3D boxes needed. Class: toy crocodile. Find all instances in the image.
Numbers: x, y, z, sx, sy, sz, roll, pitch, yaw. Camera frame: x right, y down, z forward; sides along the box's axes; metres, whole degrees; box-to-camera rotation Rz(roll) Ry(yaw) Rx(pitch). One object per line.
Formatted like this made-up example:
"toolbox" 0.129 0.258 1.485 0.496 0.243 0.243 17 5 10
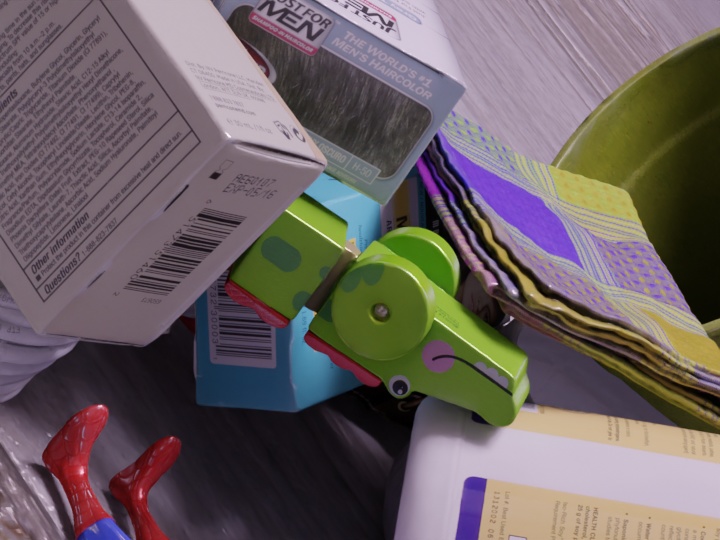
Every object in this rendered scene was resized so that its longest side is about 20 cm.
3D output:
"toy crocodile" -0.022 -0.003 0.999 0.200 0.062 0.068 35 17 -2

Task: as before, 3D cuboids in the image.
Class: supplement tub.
"supplement tub" 0.109 0.131 1.031 0.199 0.146 0.146 10 21 2

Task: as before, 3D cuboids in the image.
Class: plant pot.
"plant pot" 0.209 0.017 1.251 0.193 0.200 0.201 50 14 -33

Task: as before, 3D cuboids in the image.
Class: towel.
"towel" 0.088 -0.008 1.100 0.143 0.023 0.200 27 19 -26

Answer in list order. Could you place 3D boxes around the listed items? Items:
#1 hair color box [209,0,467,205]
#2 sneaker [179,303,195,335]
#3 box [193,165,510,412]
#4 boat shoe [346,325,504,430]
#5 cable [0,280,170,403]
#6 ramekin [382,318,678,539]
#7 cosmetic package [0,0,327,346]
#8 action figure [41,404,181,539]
"hair color box" -0.027 -0.113 1.062 0.099 0.061 0.200 28 20 -20
"sneaker" -0.035 -0.041 1.194 0.113 0.071 0.201 63 39 -49
"box" 0.000 0.000 1.137 0.200 0.049 0.083 -20 110 -59
"boat shoe" 0.035 0.043 1.289 0.200 0.070 0.070 20 28 -54
"cable" -0.180 -0.039 0.987 0.200 0.069 0.200 53 20 21
"ramekin" 0.100 0.127 1.211 0.200 0.105 0.200 42 18 -17
"cosmetic package" -0.113 -0.081 0.949 0.200 0.103 0.073 55 20 22
"action figure" -0.040 0.118 0.936 0.065 0.099 0.200 26 30 -45
